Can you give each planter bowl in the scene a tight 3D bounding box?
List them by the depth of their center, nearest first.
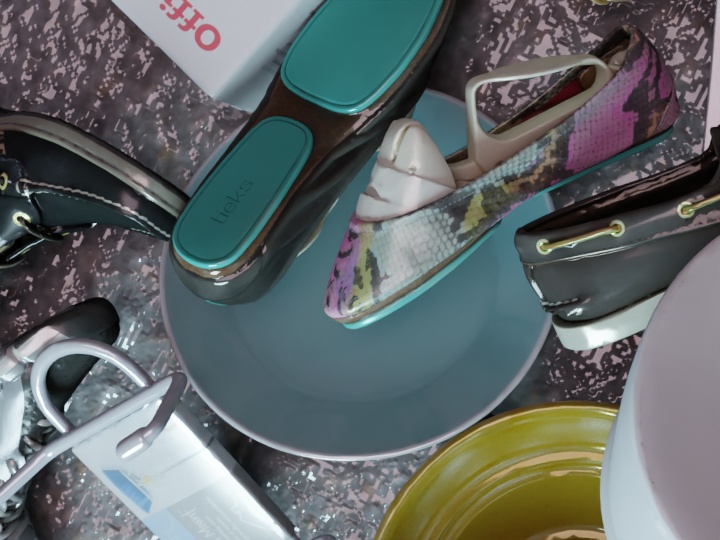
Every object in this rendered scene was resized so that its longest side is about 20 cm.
[{"bbox_3d":[0.102,0.167,0.781,0.199,0.083,0.201,-2,75,7],"label":"planter bowl"}]

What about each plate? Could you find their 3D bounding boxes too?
[{"bbox_3d":[0.000,0.000,0.819,0.199,0.026,0.201,-3,68,7],"label":"plate"}]

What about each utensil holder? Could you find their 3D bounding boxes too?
[{"bbox_3d":[0.179,0.075,0.647,0.169,0.200,0.171,-2,75,7],"label":"utensil holder"}]

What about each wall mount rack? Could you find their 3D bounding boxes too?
[{"bbox_3d":[-0.115,0.137,0.812,0.173,0.075,0.200,-30,110,30],"label":"wall mount rack"}]

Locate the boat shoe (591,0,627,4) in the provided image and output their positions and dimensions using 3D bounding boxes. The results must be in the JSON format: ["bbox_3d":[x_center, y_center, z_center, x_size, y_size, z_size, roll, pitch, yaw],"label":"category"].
[{"bbox_3d":[0.119,-0.160,0.763,0.199,0.074,0.067,-7,57,38],"label":"boat shoe"}]

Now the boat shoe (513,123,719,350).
[{"bbox_3d":[0.165,-0.034,0.730,0.201,0.072,0.061,-28,104,14],"label":"boat shoe"}]

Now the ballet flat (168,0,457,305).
[{"bbox_3d":[-0.019,-0.066,0.797,0.068,0.068,0.200,34,78,28],"label":"ballet flat"}]

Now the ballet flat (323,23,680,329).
[{"bbox_3d":[0.056,-0.053,0.776,0.200,0.069,0.071,-32,113,-7],"label":"ballet flat"}]

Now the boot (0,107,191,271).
[{"bbox_3d":[-0.186,-0.002,0.822,0.203,0.073,0.154,17,77,33],"label":"boot"}]

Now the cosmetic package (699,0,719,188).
[{"bbox_3d":[0.237,-0.058,0.781,0.150,0.052,0.201,6,91,11],"label":"cosmetic package"}]

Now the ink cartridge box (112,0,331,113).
[{"bbox_3d":[-0.046,-0.200,0.822,0.145,0.084,0.200,45,98,9],"label":"ink cartridge box"}]

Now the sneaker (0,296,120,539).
[{"bbox_3d":[-0.175,0.109,0.861,0.200,0.075,0.116,-38,89,18],"label":"sneaker"}]
